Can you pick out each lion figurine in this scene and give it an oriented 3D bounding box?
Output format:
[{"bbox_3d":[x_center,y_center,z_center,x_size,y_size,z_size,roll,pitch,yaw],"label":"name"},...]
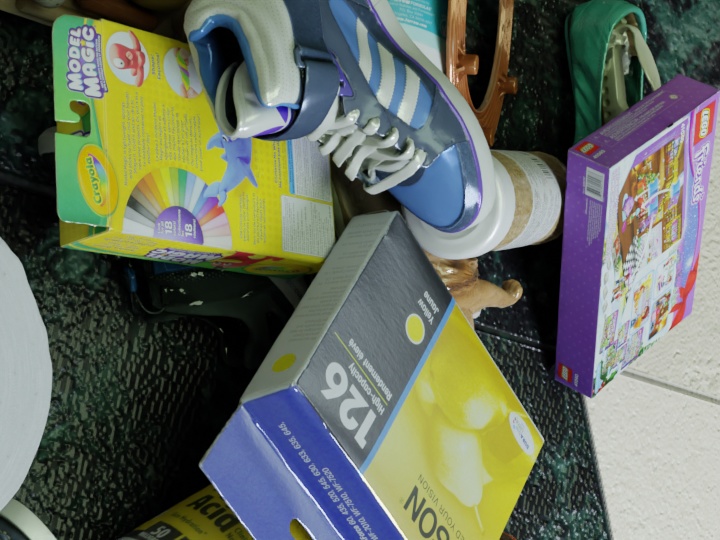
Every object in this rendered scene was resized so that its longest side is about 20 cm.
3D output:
[{"bbox_3d":[0.052,0.057,1.009,0.122,0.072,0.203,10,72,-49],"label":"lion figurine"}]

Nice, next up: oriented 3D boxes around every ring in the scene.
[{"bbox_3d":[0.089,-0.174,1.019,0.200,0.019,0.203,5,90,-75],"label":"ring"}]

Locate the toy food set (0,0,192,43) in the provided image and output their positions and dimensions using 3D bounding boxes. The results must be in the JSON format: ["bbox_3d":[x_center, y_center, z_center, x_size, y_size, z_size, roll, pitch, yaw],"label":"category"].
[{"bbox_3d":[-0.106,-0.175,0.843,0.199,0.060,0.144,12,119,-50],"label":"toy food set"}]

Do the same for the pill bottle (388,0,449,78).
[{"bbox_3d":[0.014,-0.211,0.985,0.110,0.110,0.203,13,77,-34],"label":"pill bottle"}]

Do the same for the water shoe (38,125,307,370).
[{"bbox_3d":[-0.115,-0.010,0.897,0.199,0.071,0.080,35,71,-27],"label":"water shoe"}]

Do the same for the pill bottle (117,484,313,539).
[{"bbox_3d":[-0.051,0.170,0.903,0.199,0.111,0.113,-28,102,-35],"label":"pill bottle"}]

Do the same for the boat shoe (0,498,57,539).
[{"bbox_3d":[-0.163,0.222,0.839,0.062,0.074,0.201,-40,108,-33],"label":"boat shoe"}]

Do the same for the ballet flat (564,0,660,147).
[{"bbox_3d":[0.195,-0.107,1.132,0.067,0.070,0.203,-3,88,-43],"label":"ballet flat"}]

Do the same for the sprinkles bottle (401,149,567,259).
[{"bbox_3d":[0.090,-0.046,0.993,0.200,0.067,0.069,-9,91,-68],"label":"sprinkles bottle"}]

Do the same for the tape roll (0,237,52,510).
[{"bbox_3d":[-0.256,0.053,0.739,0.198,0.066,0.203,1,88,-37],"label":"tape roll"}]

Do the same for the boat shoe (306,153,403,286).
[{"bbox_3d":[0.000,0.000,0.950,0.073,0.064,0.203,-17,95,-42],"label":"boat shoe"}]

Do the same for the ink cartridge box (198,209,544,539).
[{"bbox_3d":[0.017,0.104,0.866,0.199,0.047,0.201,57,43,-28],"label":"ink cartridge box"}]

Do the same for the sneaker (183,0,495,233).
[{"bbox_3d":[-0.020,-0.081,0.827,0.146,0.080,0.201,-41,102,-44],"label":"sneaker"}]

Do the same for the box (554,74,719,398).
[{"bbox_3d":[0.199,-0.023,1.087,0.136,0.039,0.202,-33,136,-36],"label":"box"}]

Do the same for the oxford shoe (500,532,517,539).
[{"bbox_3d":[0.024,0.228,0.990,0.198,0.071,0.074,-19,114,-29],"label":"oxford shoe"}]

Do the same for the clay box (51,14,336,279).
[{"bbox_3d":[-0.099,-0.064,0.835,0.199,0.047,0.117,9,72,-46],"label":"clay box"}]
